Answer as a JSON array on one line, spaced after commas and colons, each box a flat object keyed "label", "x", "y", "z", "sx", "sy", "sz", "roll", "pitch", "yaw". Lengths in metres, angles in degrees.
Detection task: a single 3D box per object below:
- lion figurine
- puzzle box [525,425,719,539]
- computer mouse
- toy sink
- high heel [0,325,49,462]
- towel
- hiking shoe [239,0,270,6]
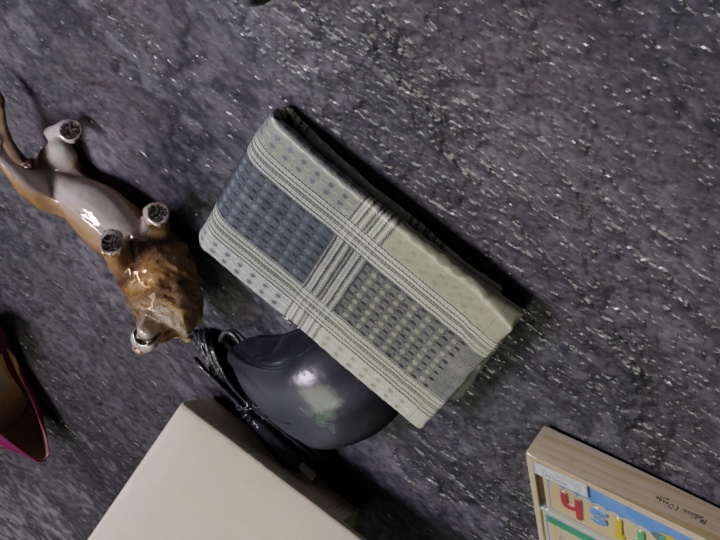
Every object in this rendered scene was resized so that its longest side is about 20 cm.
[{"label": "lion figurine", "x": -0.180, "y": -0.037, "z": 1.531, "sx": 0.200, "sy": 0.072, "sz": 0.123, "roll": 49, "pitch": 169, "yaw": 12}, {"label": "puzzle box", "x": 0.197, "y": 0.182, "z": 1.424, "sx": 0.199, "sy": 0.025, "sz": 0.133, "roll": 25, "pitch": 151, "yaw": 27}, {"label": "computer mouse", "x": -0.044, "y": 0.093, "z": 1.563, "sx": 0.139, "sy": 0.053, "sz": 0.200, "roll": 47, "pitch": 153, "yaw": -15}, {"label": "toy sink", "x": -0.078, "y": 0.205, "z": 1.662, "sx": 0.199, "sy": 0.131, "sz": 0.112, "roll": 35, "pitch": -176, "yaw": 8}, {"label": "high heel", "x": -0.295, "y": 0.100, "z": 1.877, "sx": 0.096, "sy": 0.067, "sz": 0.200, "roll": 45, "pitch": 170, "yaw": 10}, {"label": "towel", "x": 0.000, "y": 0.000, "z": 1.395, "sx": 0.200, "sy": 0.035, "sz": 0.193, "roll": 41, "pitch": 151, "yaw": 2}, {"label": "hiking shoe", "x": -0.064, "y": -0.221, "z": 1.089, "sx": 0.100, "sy": 0.076, "sz": 0.201, "roll": 34, "pitch": 146, "yaw": 28}]
